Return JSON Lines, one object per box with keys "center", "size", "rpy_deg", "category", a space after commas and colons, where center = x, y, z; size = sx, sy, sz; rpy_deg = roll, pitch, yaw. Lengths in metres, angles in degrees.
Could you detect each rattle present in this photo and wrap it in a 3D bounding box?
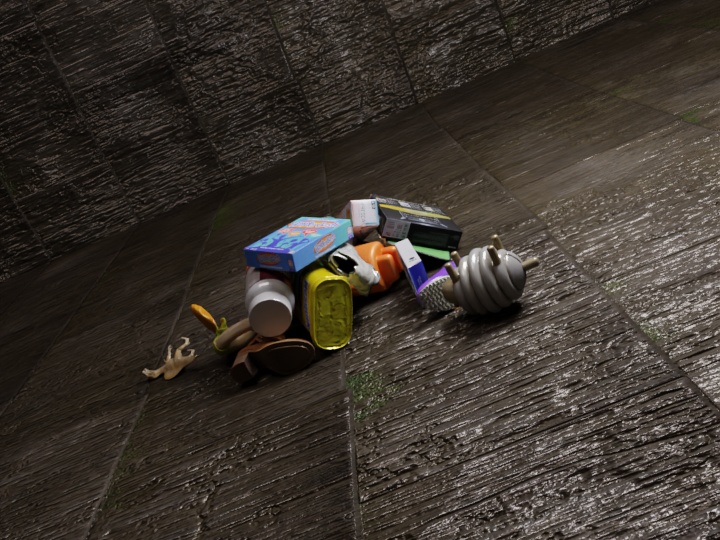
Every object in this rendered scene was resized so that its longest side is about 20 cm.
{"center": [-0.266, 0.096, 1.705], "size": [0.199, 0.130, 0.144], "rpy_deg": [-37, 58, 5], "category": "rattle"}

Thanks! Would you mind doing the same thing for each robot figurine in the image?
{"center": [-0.001, 0.000, 1.713], "size": [0.197, 0.116, 0.146], "rpy_deg": [-12, 63, 29], "category": "robot figurine"}

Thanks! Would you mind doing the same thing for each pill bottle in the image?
{"center": [-0.198, 0.051, 1.611], "size": [0.108, 0.111, 0.201], "rpy_deg": [-22, 29, 4], "category": "pill bottle"}

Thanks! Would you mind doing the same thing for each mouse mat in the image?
{"center": [0.138, -0.079, 1.776], "size": [0.158, 0.008, 0.200], "rpy_deg": [16, 22, -2], "category": "mouse mat"}

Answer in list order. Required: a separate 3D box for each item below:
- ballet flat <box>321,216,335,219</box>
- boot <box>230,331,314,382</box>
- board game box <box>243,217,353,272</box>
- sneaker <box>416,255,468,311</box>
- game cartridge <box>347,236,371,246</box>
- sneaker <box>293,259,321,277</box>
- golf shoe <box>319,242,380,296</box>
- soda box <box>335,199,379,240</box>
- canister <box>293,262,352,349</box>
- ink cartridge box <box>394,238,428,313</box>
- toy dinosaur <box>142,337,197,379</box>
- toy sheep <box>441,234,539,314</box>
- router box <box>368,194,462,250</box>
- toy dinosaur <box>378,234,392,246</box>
{"center": [-0.125, -0.066, 1.894], "size": [0.075, 0.068, 0.201], "rpy_deg": [-26, 23, 40], "category": "ballet flat"}
{"center": [-0.175, 0.166, 1.585], "size": [0.198, 0.077, 0.156], "rpy_deg": [-25, 15, 19], "category": "boot"}
{"center": [-0.134, -0.061, 1.623], "size": [0.150, 0.046, 0.199], "rpy_deg": [5, 27, 38], "category": "board game box"}
{"center": [0.183, 0.024, 1.531], "size": [0.198, 0.071, 0.099], "rpy_deg": [-25, 18, -27], "category": "sneaker"}
{"center": [-0.034, -0.049, 1.841], "size": [0.128, 0.039, 0.199], "rpy_deg": [-8, -9, 23], "category": "game cartridge"}
{"center": [-0.144, 0.047, 1.758], "size": [0.083, 0.075, 0.201], "rpy_deg": [-2, -40, -43], "category": "sneaker"}
{"center": [-0.042, -0.027, 1.620], "size": [0.199, 0.097, 0.079], "rpy_deg": [33, 87, 40], "category": "golf shoe"}
{"center": [-0.014, -0.112, 1.780], "size": [0.067, 0.065, 0.200], "rpy_deg": [-4, -10, -15], "category": "soda box"}
{"center": [-0.086, 0.069, 1.598], "size": [0.085, 0.151, 0.200], "rpy_deg": [-4, 13, -17], "category": "canister"}
{"center": [0.119, 0.008, 1.589], "size": [0.039, 0.101, 0.200], "rpy_deg": [-21, 21, 2], "category": "ink cartridge box"}
{"center": [-0.432, 0.217, 1.771], "size": [0.198, 0.058, 0.102], "rpy_deg": [-21, 34, 30], "category": "toy dinosaur"}
{"center": [0.241, 0.014, 1.391], "size": [0.198, 0.139, 0.138], "rpy_deg": [-21, 18, 32], "category": "toy sheep"}
{"center": [0.126, -0.116, 1.774], "size": [0.197, 0.053, 0.158], "rpy_deg": [9, 23, -18], "category": "router box"}
{"center": [0.095, -0.049, 1.845], "size": [0.105, 0.061, 0.201], "rpy_deg": [-33, 27, 9], "category": "toy dinosaur"}
